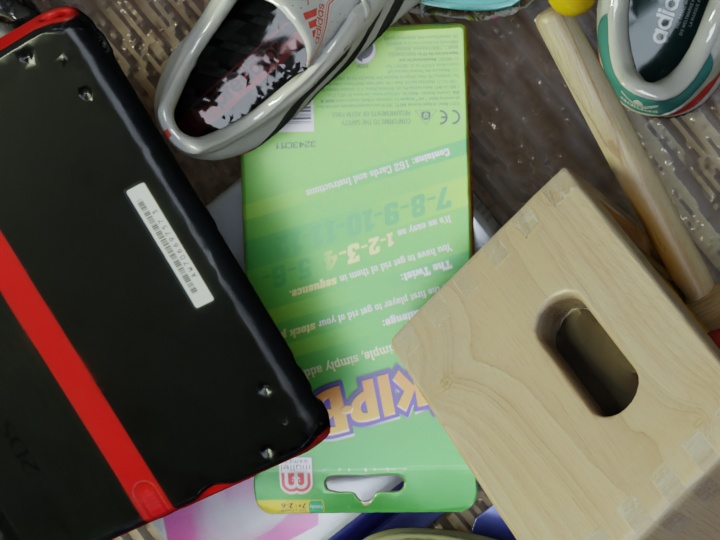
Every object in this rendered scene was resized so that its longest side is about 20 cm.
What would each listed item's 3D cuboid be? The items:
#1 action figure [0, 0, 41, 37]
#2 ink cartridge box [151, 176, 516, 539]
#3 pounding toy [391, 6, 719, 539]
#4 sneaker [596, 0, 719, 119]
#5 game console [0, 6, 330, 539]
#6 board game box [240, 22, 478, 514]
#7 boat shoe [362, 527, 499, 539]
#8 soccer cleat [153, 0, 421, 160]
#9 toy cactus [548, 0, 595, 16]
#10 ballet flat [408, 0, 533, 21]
[{"bbox_3d":[-0.169,-0.066,1.193,0.200,0.102,0.119,50,118,12],"label":"action figure"},{"bbox_3d":[-0.008,0.054,1.230,0.196,0.043,0.200,-39,90,11],"label":"ink cartridge box"},{"bbox_3d":[0.118,0.038,1.116,0.142,0.200,0.184,-45,135,11],"label":"pounding toy"},{"bbox_3d":[0.142,-0.154,1.152,0.070,0.093,0.200,17,100,5],"label":"sneaker"},{"bbox_3d":[-0.128,0.015,1.143,0.177,0.031,0.200,-27,102,23],"label":"game console"},{"bbox_3d":[0.000,0.000,1.187,0.095,0.030,0.201,-1,93,7],"label":"board game box"},{"bbox_3d":[0.080,0.174,1.212,0.200,0.063,0.073,31,104,-4],"label":"boat shoe"},{"bbox_3d":[-0.007,-0.118,1.120,0.069,0.085,0.200,45,101,-3],"label":"soccer cleat"},{"bbox_3d":[0.061,-0.195,1.056,0.200,0.102,0.165,28,89,-13],"label":"toy cactus"},{"bbox_3d":[-0.016,-0.156,1.190,0.199,0.064,0.076,18,101,3],"label":"ballet flat"}]
